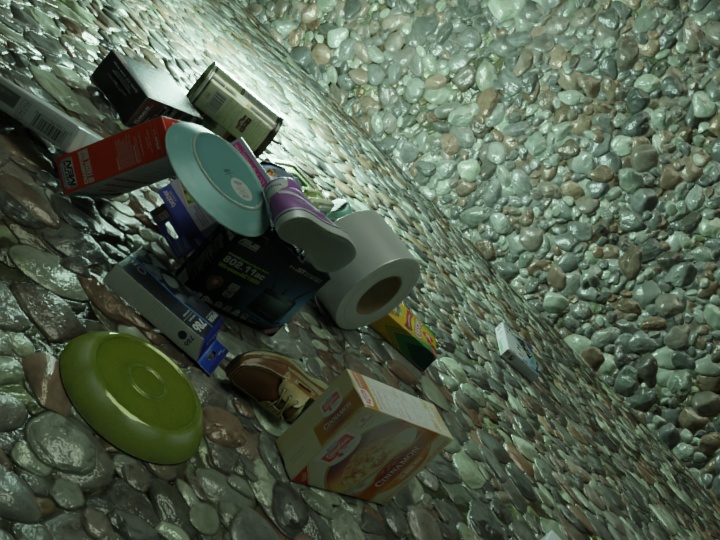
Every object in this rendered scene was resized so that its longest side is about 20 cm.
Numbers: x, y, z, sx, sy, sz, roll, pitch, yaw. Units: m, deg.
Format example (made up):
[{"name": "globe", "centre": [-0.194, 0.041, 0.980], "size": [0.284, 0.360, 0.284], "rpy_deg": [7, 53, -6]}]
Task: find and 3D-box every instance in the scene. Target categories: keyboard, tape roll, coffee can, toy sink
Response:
[{"name": "keyboard", "centre": [-0.158, -0.080, 1.273], "size": [0.200, 0.021, 0.127], "rpy_deg": [45, 18, -4]}, {"name": "tape roll", "centre": [0.000, 0.000, 1.673], "size": [0.139, 0.203, 0.202], "rpy_deg": [52, 18, 28]}, {"name": "coffee can", "centre": [-0.297, -0.358, 1.936], "size": [0.200, 0.146, 0.147], "rpy_deg": [38, 17, -21]}, {"name": "toy sink", "centre": [-0.141, -0.138, 1.832], "size": [0.200, 0.112, 0.130], "rpy_deg": [48, 17, 14]}]

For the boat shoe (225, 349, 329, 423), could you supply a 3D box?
[{"name": "boat shoe", "centre": [-0.103, 0.178, 1.216], "size": [0.200, 0.076, 0.074], "rpy_deg": [30, 24, -38]}]

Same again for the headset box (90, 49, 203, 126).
[{"name": "headset box", "centre": [-0.436, -0.352, 1.714], "size": [0.149, 0.077, 0.200], "rpy_deg": [51, 16, 22]}]

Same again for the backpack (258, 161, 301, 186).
[{"name": "backpack", "centre": [-0.191, -0.101, 1.484], "size": [0.200, 0.190, 0.155], "rpy_deg": [15, 49, -59]}]

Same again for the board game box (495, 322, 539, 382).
[{"name": "board game box", "centre": [0.459, 0.238, 2.486], "size": [0.126, 0.035, 0.200], "rpy_deg": [41, 17, -9]}]

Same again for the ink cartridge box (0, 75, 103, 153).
[{"name": "ink cartridge box", "centre": [-0.486, -0.232, 1.339], "size": [0.162, 0.057, 0.200], "rpy_deg": [33, -5, 2]}]

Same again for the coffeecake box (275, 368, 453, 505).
[{"name": "coffeecake box", "centre": [0.008, 0.239, 1.189], "size": [0.200, 0.154, 0.073], "rpy_deg": [28, 22, -42]}]

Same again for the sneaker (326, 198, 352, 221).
[{"name": "sneaker", "centre": [-0.079, -0.102, 1.973], "size": [0.200, 0.078, 0.140], "rpy_deg": [22, -38, 50]}]

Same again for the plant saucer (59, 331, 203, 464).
[{"name": "plant saucer", "centre": [-0.261, 0.141, 1.006], "size": [0.200, 0.031, 0.200], "rpy_deg": [40, 17, -15]}]

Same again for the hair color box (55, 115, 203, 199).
[{"name": "hair color box", "centre": [-0.339, -0.165, 1.265], "size": [0.111, 0.199, 0.064], "rpy_deg": [-4, 78, -69]}]

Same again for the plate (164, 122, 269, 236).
[{"name": "plate", "centre": [-0.195, -0.137, 1.209], "size": [0.200, 0.026, 0.201], "rpy_deg": [43, 24, -25]}]

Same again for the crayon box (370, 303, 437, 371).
[{"name": "crayon box", "centre": [0.080, 0.117, 1.847], "size": [0.200, 0.051, 0.127], "rpy_deg": [41, 17, -11]}]

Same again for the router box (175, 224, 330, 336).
[{"name": "router box", "centre": [-0.168, 0.007, 1.341], "size": [0.200, 0.150, 0.062], "rpy_deg": [29, 23, -41]}]

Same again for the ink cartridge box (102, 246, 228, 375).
[{"name": "ink cartridge box", "centre": [-0.262, 0.055, 1.199], "size": [0.200, 0.039, 0.099], "rpy_deg": [43, 16, -7]}]

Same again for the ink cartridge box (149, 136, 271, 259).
[{"name": "ink cartridge box", "centre": [-0.246, -0.119, 1.385], "size": [0.120, 0.200, 0.042], "rpy_deg": [54, -3, 27]}]

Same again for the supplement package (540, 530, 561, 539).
[{"name": "supplement package", "centre": [0.286, 0.511, 1.266], "size": [0.156, 0.111, 0.200], "rpy_deg": [48, 16, 13]}]

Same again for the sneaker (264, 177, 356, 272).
[{"name": "sneaker", "centre": [-0.077, -0.078, 1.294], "size": [0.200, 0.072, 0.115], "rpy_deg": [44, 15, -55]}]
